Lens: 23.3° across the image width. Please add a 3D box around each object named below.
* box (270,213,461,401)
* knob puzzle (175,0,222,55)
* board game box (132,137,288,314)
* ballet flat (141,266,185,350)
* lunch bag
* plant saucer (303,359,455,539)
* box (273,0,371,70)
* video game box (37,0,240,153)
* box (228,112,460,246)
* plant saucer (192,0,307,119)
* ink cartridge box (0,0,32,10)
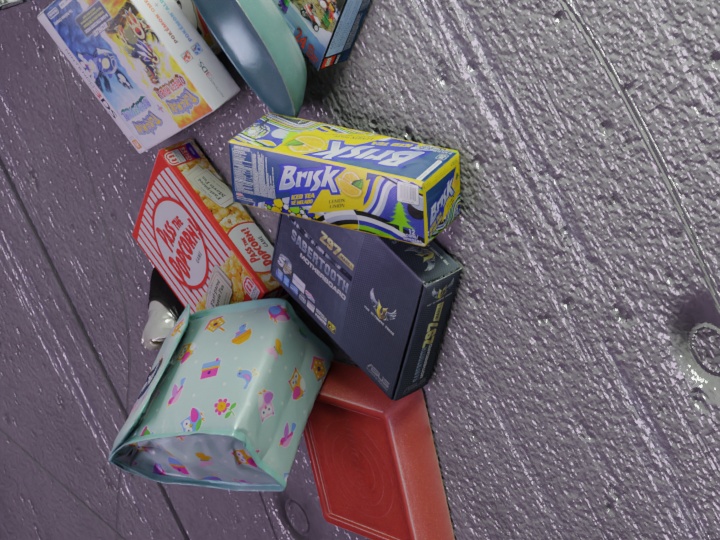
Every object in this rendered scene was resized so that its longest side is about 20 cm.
[{"bbox_3d":[0.000,0.000,1.629,0.200,0.051,0.158,45,141,28],"label":"box"},{"bbox_3d":[-0.224,-0.285,1.781,0.219,0.030,0.220,33,136,40],"label":"knob puzzle"},{"bbox_3d":[-0.158,-0.016,1.845,0.200,0.046,0.152,52,145,20],"label":"board game box"},{"bbox_3d":[-0.198,0.086,1.948,0.200,0.068,0.068,58,147,11],"label":"ballet flat"},{"bbox_3d":[-0.151,0.126,1.748,0.199,0.171,0.122,-4,140,35],"label":"lunch bag"},{"bbox_3d":[0.006,0.195,1.761,0.200,0.037,0.201,12,120,52],"label":"plant saucer"},{"bbox_3d":[-0.064,-0.295,1.540,0.200,0.038,0.137,51,145,20],"label":"box"},{"bbox_3d":[-0.228,-0.220,1.763,0.182,0.047,0.200,51,152,-11],"label":"video game box"},{"bbox_3d":[-0.014,-0.082,1.528,0.199,0.070,0.065,14,124,28],"label":"box"},{"bbox_3d":[-0.103,-0.227,1.591,0.200,0.036,0.200,53,170,14],"label":"plant saucer"},{"bbox_3d":[-0.399,-0.345,1.832,0.084,0.200,0.146,-7,105,55],"label":"ink cartridge box"}]
